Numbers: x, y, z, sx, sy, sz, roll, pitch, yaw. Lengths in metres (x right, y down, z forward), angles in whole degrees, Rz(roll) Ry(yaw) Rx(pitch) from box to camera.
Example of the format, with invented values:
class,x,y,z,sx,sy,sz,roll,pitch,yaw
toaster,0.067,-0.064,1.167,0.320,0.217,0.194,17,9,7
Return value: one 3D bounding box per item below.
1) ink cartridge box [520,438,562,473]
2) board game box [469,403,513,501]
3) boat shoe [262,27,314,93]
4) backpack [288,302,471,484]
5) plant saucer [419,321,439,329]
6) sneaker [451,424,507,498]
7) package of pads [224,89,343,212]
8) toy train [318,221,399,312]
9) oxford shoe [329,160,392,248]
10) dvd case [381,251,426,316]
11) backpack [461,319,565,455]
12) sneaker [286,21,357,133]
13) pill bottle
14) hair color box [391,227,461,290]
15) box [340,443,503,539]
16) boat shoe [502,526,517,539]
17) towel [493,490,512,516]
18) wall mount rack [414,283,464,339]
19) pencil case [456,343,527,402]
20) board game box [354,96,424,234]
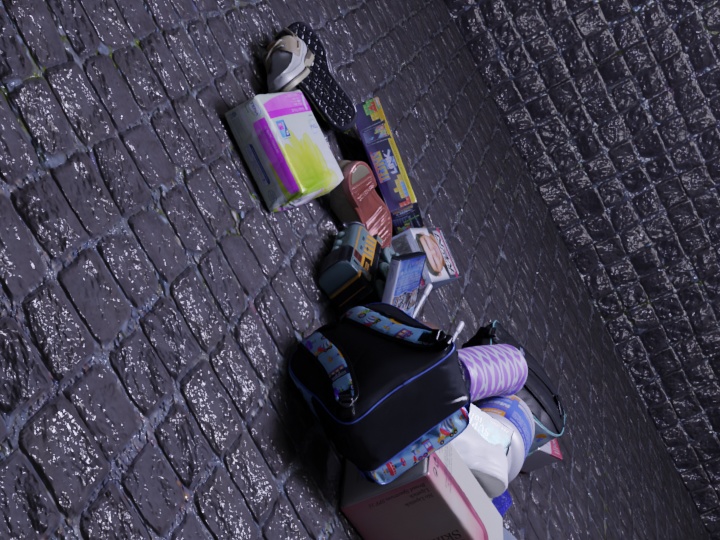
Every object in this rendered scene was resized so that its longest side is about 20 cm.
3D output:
class,x,y,z,sx,sy,sz,roll,pitch,yaw
ink cartridge box,0.286,0.257,2.090,0.144,0.083,0.203,31,40,-59
board game box,0.105,0.227,1.520,0.198,0.028,0.137,33,59,-15
boat shoe,-0.120,-0.318,1.742,0.069,0.074,0.201,51,15,-18
backpack,0.015,0.134,1.366,0.199,0.181,0.136,32,-30,54
plant saucer,0.102,0.176,1.645,0.199,0.032,0.205,4,85,-58
sneaker,0.104,0.218,1.473,0.198,0.075,0.089,30,41,-14
package of pads,-0.101,-0.169,1.599,0.157,0.067,0.200,63,19,-3
toy train,0.000,0.000,1.652,0.114,0.085,0.201,48,23,-16
oxford shoe,-0.004,-0.091,1.766,0.071,0.073,0.202,-43,134,-33
dvd case,0.047,0.076,1.586,0.142,0.017,0.204,-14,117,-72
backpack,0.248,0.216,1.918,0.199,0.153,0.177,37,26,-14
sneaker,-0.074,-0.315,1.893,0.202,0.071,0.083,62,-5,-12
pill bottle,0.194,0.256,1.684,0.114,0.111,0.200,64,17,0
hair color box,0.111,-0.018,1.997,0.100,0.060,0.200,67,19,5
box,0.080,0.302,1.409,0.201,0.126,0.110,55,22,-25
boat shoe,0.127,0.355,1.565,0.201,0.087,0.074,39,19,14
towel,0.177,0.337,1.752,0.150,0.049,0.200,66,19,1
wall mount rack,0.118,0.132,1.802,0.200,0.074,0.176,48,27,-42
pencil case,0.170,0.155,1.651,0.084,0.086,0.199,41,23,28
board game box,0.048,-0.175,1.967,0.165,0.056,0.203,57,13,-74
